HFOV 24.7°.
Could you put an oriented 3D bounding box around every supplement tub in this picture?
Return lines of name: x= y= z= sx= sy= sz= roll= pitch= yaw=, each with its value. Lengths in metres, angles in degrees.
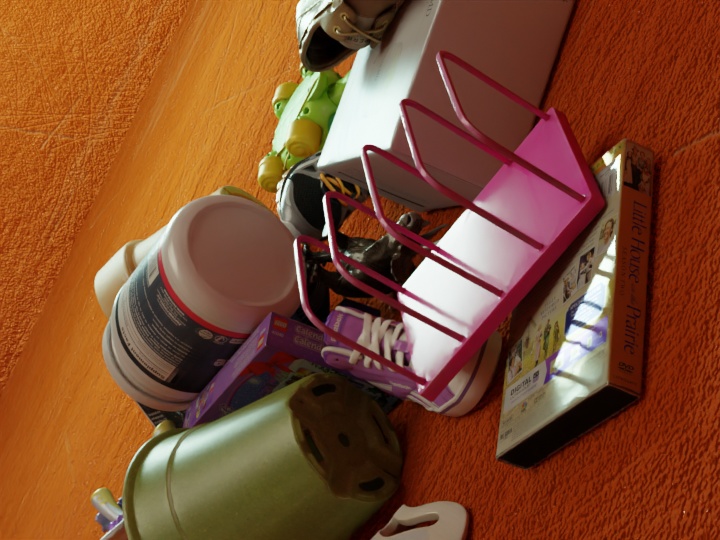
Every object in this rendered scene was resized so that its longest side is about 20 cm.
supplement tub: x=-0.150 y=0.034 z=1.544 sx=0.200 sy=0.140 sz=0.140 roll=-47 pitch=27 yaw=47

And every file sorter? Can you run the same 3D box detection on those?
file sorter: x=0.055 y=-0.038 z=1.204 sx=0.200 sy=0.125 sz=0.139 roll=-51 pitch=25 yaw=23

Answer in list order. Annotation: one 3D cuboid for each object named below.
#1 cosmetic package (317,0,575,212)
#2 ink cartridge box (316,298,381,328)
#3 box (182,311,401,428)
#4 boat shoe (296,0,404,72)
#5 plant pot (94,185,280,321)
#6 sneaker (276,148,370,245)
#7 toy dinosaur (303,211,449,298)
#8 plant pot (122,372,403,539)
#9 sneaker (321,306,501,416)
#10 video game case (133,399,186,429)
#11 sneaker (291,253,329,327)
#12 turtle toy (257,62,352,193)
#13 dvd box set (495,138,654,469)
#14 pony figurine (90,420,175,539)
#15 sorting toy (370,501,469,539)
cosmetic package: x=0.073 y=-0.168 z=1.468 sx=0.200 sy=0.123 sz=0.199 roll=-4 pitch=65 yaw=69
ink cartridge box: x=-0.046 y=0.118 z=1.608 sx=0.200 sy=0.044 sz=0.094 roll=-47 pitch=29 yaw=48
box: x=-0.063 y=0.121 z=1.502 sx=0.200 sy=0.137 sz=0.039 roll=-47 pitch=28 yaw=48
boat shoe: x=-0.002 y=-0.226 z=1.455 sx=0.200 sy=0.074 sz=0.066 roll=152 pitch=124 yaw=-66
plant pot: x=-0.173 y=0.008 z=1.905 sx=0.183 sy=0.200 sz=0.200 roll=-46 pitch=24 yaw=16
sneaker: x=-0.010 y=-0.099 z=1.627 sx=0.077 sy=0.078 sz=0.200 roll=-25 pitch=18 yaw=50
toy dinosaur: x=0.000 y=0.000 z=1.547 sx=0.200 sy=0.102 sz=0.077 roll=138 pitch=149 yaw=-67
plant pot: x=-0.067 y=0.184 z=1.408 sx=0.190 sy=0.200 sz=0.200 roll=-37 pitch=33 yaw=35
sneaker: x=0.030 y=0.068 z=1.330 sx=0.200 sy=0.114 sz=0.073 roll=-17 pitch=52 yaw=66
video game case: x=-0.190 y=0.157 z=1.795 sx=0.023 sy=0.182 sz=0.200 roll=-39 pitch=6 yaw=-24
sneaker: x=-0.072 y=0.013 z=1.660 sx=0.200 sy=0.070 sz=0.078 roll=85 pitch=-159 yaw=-55
turtle toy: x=-0.032 y=-0.165 z=1.806 sx=0.200 sy=0.101 sz=0.146 roll=-45 pitch=29 yaw=51
dvd box set: x=0.151 y=0.025 z=1.157 sx=0.146 sy=0.029 sz=0.200 roll=-45 pitch=30 yaw=51
pony figurine: x=-0.204 y=0.270 z=1.722 sx=0.193 sy=0.167 sz=0.200 roll=-46 pitch=37 yaw=-8
sorting toy: x=0.009 y=0.252 z=1.245 sx=0.180 sy=0.107 sz=0.200 roll=-54 pitch=12 yaw=-22
